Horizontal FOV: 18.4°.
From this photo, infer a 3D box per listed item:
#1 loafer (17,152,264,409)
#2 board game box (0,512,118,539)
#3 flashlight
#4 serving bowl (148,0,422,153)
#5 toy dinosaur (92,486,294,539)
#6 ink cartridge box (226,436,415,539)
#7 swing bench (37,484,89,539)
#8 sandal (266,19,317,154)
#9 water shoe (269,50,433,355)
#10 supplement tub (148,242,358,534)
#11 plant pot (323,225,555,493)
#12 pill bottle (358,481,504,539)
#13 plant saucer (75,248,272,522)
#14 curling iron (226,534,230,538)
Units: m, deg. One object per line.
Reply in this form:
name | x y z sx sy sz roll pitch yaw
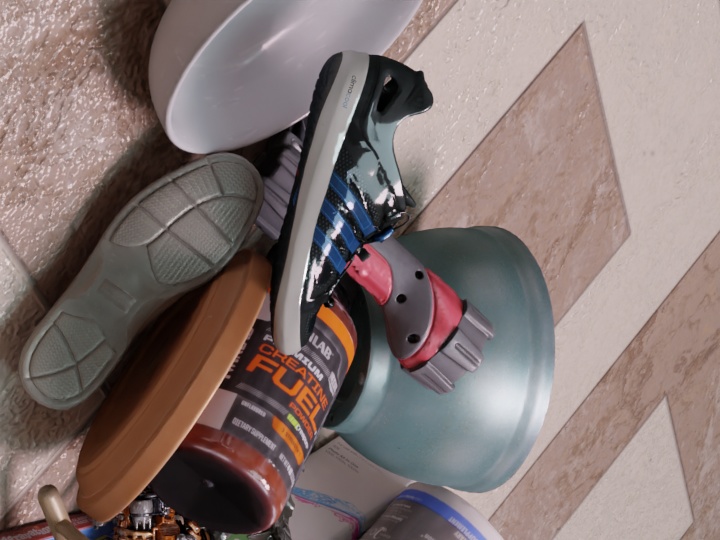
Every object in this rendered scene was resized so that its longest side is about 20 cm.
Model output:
loafer | -0.144 0.002 1.405 0.200 0.072 0.063 -47 -168 -8
board game box | -0.213 0.218 1.555 0.199 0.019 0.103 -7 126 -55
flashlight | 0.000 0.000 1.500 0.068 0.200 0.068 -41 -159 25
serving bowl | -0.052 -0.161 1.357 0.199 0.066 0.200 -34 161 -13
toy dinosaur | -0.119 0.153 1.560 0.135 0.102 0.201 28 94 -37
ink cartridge box | -0.050 0.238 1.765 0.200 0.087 0.146 -31 142 -43
swing bench | -0.232 0.284 1.440 0.198 0.130 0.201 -33 140 -27
sandal | -0.027 -0.093 1.515 0.076 0.043 0.201 -38 146 -32
water shoe | -0.005 -0.035 1.390 0.072 0.078 0.201 -100 -157 -71
supplement tub | -0.068 0.073 1.519 0.107 0.106 0.201 82 26 -51
plant pot | 0.034 0.061 1.641 0.133 0.200 0.201 6 116 -30
pill bottle | 0.018 0.268 1.695 0.200 0.113 0.114 -47 150 -23
plant saucer | -0.126 0.069 1.428 0.201 0.032 0.200 -53 -167 17
curling iron | -0.165 0.255 1.616 0.200 0.025 0.050 -47 114 -27
